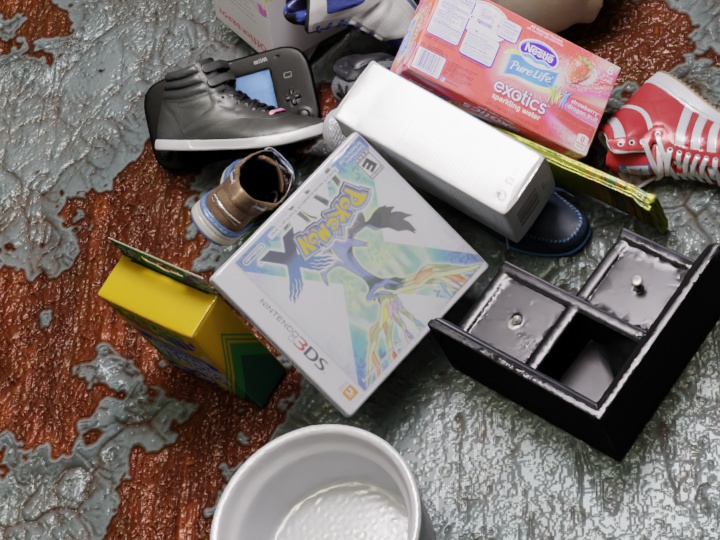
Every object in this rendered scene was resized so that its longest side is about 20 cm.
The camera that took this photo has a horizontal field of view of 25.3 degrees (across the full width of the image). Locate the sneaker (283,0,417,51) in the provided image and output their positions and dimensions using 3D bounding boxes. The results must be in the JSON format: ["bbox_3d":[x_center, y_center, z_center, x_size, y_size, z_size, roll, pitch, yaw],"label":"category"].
[{"bbox_3d":[-0.018,-0.286,1.718,0.115,0.199,0.081,-43,36,1],"label":"sneaker"}]

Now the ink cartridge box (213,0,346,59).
[{"bbox_3d":[-0.089,-0.339,1.784,0.125,0.200,0.129,-31,52,-20],"label":"ink cartridge box"}]

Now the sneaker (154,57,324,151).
[{"bbox_3d":[-0.130,-0.179,1.714,0.199,0.071,0.100,0,95,19],"label":"sneaker"}]

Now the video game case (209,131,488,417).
[{"bbox_3d":[-0.009,0.003,1.494,0.182,0.022,0.200,45,75,-4],"label":"video game case"}]

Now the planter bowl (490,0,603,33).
[{"bbox_3d":[0.188,-0.326,1.672,0.134,0.200,0.201,9,61,-4],"label":"planter bowl"}]

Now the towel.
[{"bbox_3d":[0.204,-0.089,1.556,0.200,0.086,0.018,27,82,26],"label":"towel"}]

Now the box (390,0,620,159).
[{"bbox_3d":[0.139,-0.192,1.579,0.200,0.095,0.103,24,81,-11],"label":"box"}]

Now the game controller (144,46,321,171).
[{"bbox_3d":[-0.142,-0.178,1.771,0.199,0.042,0.105,-13,97,14],"label":"game controller"}]

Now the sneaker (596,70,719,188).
[{"bbox_3d":[0.313,-0.107,1.544,0.112,0.071,0.200,-38,46,-8],"label":"sneaker"}]

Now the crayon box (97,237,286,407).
[{"bbox_3d":[-0.169,0.053,1.562,0.126,0.200,0.052,22,72,31],"label":"crayon box"}]

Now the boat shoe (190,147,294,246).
[{"bbox_3d":[-0.104,-0.085,1.647,0.072,0.072,0.200,-39,9,25],"label":"boat shoe"}]

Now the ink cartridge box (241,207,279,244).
[{"bbox_3d":[0.000,0.000,1.606,0.148,0.076,0.200,-41,59,-6],"label":"ink cartridge box"}]

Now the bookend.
[{"bbox_3d":[0.206,0.037,1.487,0.198,0.092,0.200,29,74,33],"label":"bookend"}]

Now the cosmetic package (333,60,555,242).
[{"bbox_3d":[0.081,-0.113,1.532,0.200,0.102,0.074,33,84,18],"label":"cosmetic package"}]

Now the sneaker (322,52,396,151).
[{"bbox_3d":[0.003,-0.175,1.685,0.114,0.076,0.200,10,31,38],"label":"sneaker"}]

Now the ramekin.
[{"bbox_3d":[-0.027,0.250,1.450,0.200,0.098,0.201,-11,57,17],"label":"ramekin"}]

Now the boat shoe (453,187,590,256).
[{"bbox_3d":[0.134,-0.073,1.597,0.200,0.069,0.084,22,70,29],"label":"boat shoe"}]
